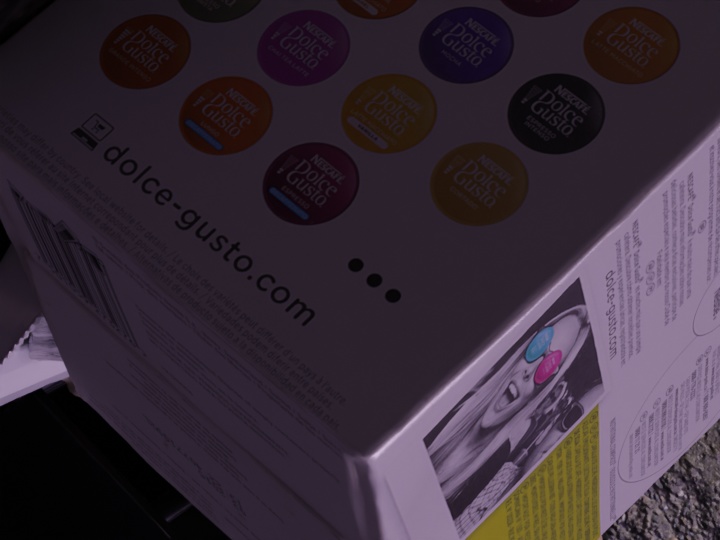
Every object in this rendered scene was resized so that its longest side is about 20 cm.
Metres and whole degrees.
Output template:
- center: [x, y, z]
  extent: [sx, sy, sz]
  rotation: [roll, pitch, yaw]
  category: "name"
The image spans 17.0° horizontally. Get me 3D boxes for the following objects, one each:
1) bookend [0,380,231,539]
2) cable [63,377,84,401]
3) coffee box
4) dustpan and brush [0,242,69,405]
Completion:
- center: [-0.076, 0.120, 1.192]
  extent: [0.092, 0.200, 0.198]
  rotation: [-49, 170, 29]
  category: "bookend"
- center: [-0.058, 0.060, 1.126]
  extent: [0.097, 0.199, 0.051]
  rotation: [3, -108, 68]
  category: "cable"
- center: [0.013, -0.013, 0.831]
  extent: [0.198, 0.199, 0.200]
  rotation: [-42, 152, -17]
  category: "coffee box"
- center: [-0.084, -0.023, 0.938]
  extent: [0.139, 0.057, 0.201]
  rotation: [-24, 139, -62]
  category: "dustpan and brush"
